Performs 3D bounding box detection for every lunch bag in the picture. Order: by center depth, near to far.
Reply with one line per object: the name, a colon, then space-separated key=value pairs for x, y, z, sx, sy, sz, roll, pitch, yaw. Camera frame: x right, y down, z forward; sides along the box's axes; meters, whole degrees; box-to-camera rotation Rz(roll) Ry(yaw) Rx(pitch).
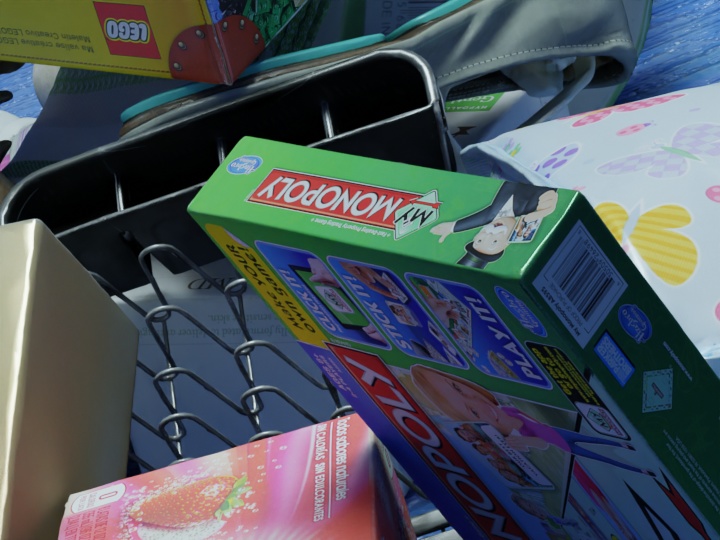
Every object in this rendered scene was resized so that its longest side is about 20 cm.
lunch bag: x=0.133 y=0.011 z=0.857 sx=0.169 sy=0.128 sz=0.200 roll=-13 pitch=11 yaw=-8

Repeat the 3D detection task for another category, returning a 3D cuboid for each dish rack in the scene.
dish rack: x=-0.026 y=0.042 z=0.897 sx=0.153 sy=0.055 sz=0.201 roll=-19 pitch=56 yaw=13

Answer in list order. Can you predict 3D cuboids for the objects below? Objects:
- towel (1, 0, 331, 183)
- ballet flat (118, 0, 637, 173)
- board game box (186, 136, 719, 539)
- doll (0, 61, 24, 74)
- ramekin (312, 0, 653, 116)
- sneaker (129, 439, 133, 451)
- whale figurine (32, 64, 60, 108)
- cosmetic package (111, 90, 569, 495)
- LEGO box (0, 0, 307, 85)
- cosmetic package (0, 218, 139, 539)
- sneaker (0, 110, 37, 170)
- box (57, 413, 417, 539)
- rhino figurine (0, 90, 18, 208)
towel: x=-0.062 y=-0.108 z=1.087 sx=0.149 sy=0.031 sz=0.201 roll=-4 pitch=57 yaw=48
ballet flat: x=0.013 y=-0.058 z=0.992 sx=0.199 sy=0.064 sz=0.067 roll=-23 pitch=1 yaw=-27
board game box: x=0.056 y=0.049 z=0.745 sx=0.134 sy=0.200 sz=0.029 roll=11 pitch=57 yaw=51
doll: x=-0.176 y=-0.002 z=1.057 sx=0.048 sy=0.137 sz=0.201 roll=16 pitch=71 yaw=9
ramekin: x=0.025 y=-0.125 z=1.195 sx=0.199 sy=0.201 sz=0.098 roll=-19 pitch=29 yaw=-3
sneaker: x=-0.089 y=0.020 z=1.071 sx=0.073 sy=0.077 sz=0.200 roll=22 pitch=41 yaw=16
whale figurine: x=-0.062 y=-0.130 z=1.324 sx=0.200 sy=0.104 sz=0.159 roll=-47 pitch=10 yaw=25
cosmetic package: x=0.000 y=0.000 z=1.057 sx=0.107 sy=0.085 sz=0.200 roll=-2 pitch=26 yaw=27
LEGO box: x=-0.099 y=-0.144 z=1.007 sx=0.199 sy=0.077 sz=0.149 roll=8 pitch=41 yaw=31
cosmetic package: x=-0.129 y=0.093 z=0.828 sx=0.105 sy=0.071 sz=0.201 roll=-12 pitch=54 yaw=18
sneaker: x=-0.131 y=-0.016 z=1.203 sx=0.088 sy=0.082 sz=0.200 roll=-8 pitch=28 yaw=14
box: x=-0.025 y=0.131 z=0.741 sx=0.094 sy=0.103 sz=0.200 roll=-16 pitch=20 yaw=6
rhino figurine: x=-0.137 y=0.026 z=0.970 sx=0.087 sy=0.060 sz=0.201 roll=13 pitch=61 yaw=-9
